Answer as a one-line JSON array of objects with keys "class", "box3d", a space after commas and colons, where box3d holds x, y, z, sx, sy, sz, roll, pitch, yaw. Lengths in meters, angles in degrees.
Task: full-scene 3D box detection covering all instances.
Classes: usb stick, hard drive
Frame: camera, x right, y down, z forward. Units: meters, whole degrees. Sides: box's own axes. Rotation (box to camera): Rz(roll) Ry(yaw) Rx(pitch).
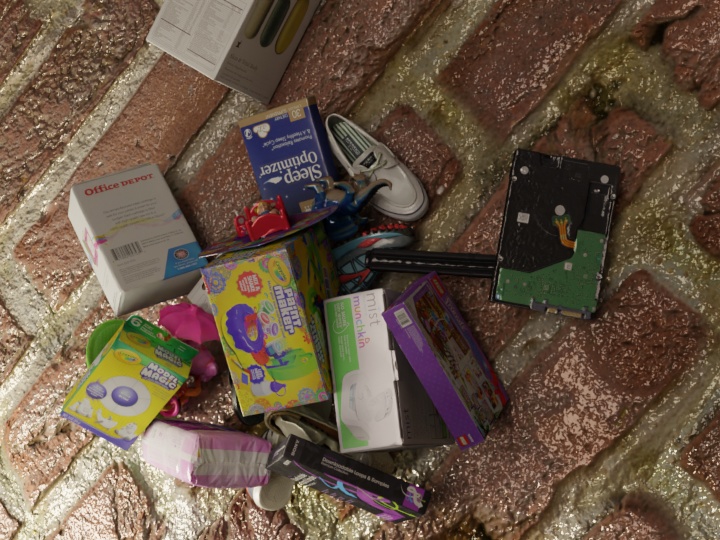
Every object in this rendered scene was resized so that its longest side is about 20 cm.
[{"class": "usb stick", "box3d": [0.106, -0.010, 1.515, 0.198, 0.055, 0.033, 3, 95, 7]}, {"class": "hard drive", "box3d": [0.248, -0.046, 1.458, 0.139, 0.038, 0.202, 9, 87, 2]}]

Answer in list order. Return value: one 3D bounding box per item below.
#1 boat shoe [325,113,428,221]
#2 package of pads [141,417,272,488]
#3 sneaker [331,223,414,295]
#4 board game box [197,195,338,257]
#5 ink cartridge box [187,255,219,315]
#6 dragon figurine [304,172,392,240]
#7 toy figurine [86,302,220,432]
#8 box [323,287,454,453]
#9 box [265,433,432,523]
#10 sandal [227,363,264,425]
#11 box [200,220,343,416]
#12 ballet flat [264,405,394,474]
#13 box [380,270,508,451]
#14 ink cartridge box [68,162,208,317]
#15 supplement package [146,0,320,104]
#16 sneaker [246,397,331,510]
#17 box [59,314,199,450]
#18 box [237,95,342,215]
[{"class": "boat shoe", "box3d": [0.013, -0.145, 1.600, 0.074, 0.067, 0.200, -47, 64, -3]}, {"class": "package of pads", "box3d": [-0.220, 0.257, 1.606, 0.200, 0.120, 0.076, 1, 81, 59]}, {"class": "sneaker", "box3d": [0.000, 0.000, 1.606, 0.199, 0.079, 0.096, -25, 91, 27]}, {"class": "board game box", "box3d": [-0.131, -0.069, 1.519, 0.199, 0.158, 0.039, -10, 105, 43]}, {"class": "ink cartridge box", "box3d": [-0.160, 0.069, 1.684, 0.200, 0.050, 0.109, 47, 106, 26]}, {"class": "dragon figurine", "box3d": [-0.020, -0.079, 1.575, 0.199, 0.059, 0.100, -4, 107, 34]}, {"class": "toy figurine", "box3d": [-0.276, 0.131, 1.674, 0.183, 0.150, 0.201, -28, 93, 33]}, {"class": "box", "box3d": [0.042, 0.136, 1.497, 0.096, 0.176, 0.202, -12, 79, 26]}, {"class": "box", "box3d": [-0.020, 0.274, 1.483, 0.199, 0.143, 0.036, 25, 70, -5]}, {"class": "sandal", "box3d": [-0.159, 0.122, 1.618, 0.048, 0.075, 0.202, -24, 65, 50]}, {"class": "box", "box3d": [-0.101, 0.058, 1.503, 0.121, 0.193, 0.201, -12, 100, 14]}, {"class": "ballet flat", "box3d": [-0.047, 0.240, 1.549, 0.199, 0.062, 0.068, 28, 105, -1]}, {"class": "box", "box3d": [0.111, 0.112, 1.446, 0.039, 0.137, 0.201, -28, 94, 26]}, {"class": "ink cartridge box", "box3d": [-0.342, -0.050, 1.736, 0.201, 0.144, 0.085, 61, 151, 20]}, {"class": "supplement package", "box3d": [-0.183, -0.383, 1.695, 0.150, 0.152, 0.201, 32, 99, 27]}, {"class": "sneaker", "box3d": [-0.112, 0.238, 1.630, 0.084, 0.075, 0.201, 14, 75, 59]}, {"class": "box", "box3d": [-0.326, 0.159, 1.614, 0.200, 0.117, 0.048, -49, 20, 25]}, {"class": "box", "box3d": [-0.094, -0.139, 1.648, 0.120, 0.032, 0.201, -14, 99, 26]}]
